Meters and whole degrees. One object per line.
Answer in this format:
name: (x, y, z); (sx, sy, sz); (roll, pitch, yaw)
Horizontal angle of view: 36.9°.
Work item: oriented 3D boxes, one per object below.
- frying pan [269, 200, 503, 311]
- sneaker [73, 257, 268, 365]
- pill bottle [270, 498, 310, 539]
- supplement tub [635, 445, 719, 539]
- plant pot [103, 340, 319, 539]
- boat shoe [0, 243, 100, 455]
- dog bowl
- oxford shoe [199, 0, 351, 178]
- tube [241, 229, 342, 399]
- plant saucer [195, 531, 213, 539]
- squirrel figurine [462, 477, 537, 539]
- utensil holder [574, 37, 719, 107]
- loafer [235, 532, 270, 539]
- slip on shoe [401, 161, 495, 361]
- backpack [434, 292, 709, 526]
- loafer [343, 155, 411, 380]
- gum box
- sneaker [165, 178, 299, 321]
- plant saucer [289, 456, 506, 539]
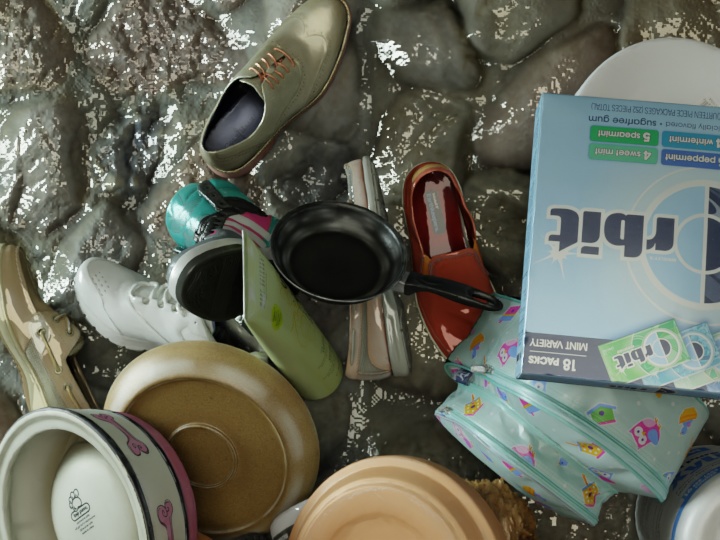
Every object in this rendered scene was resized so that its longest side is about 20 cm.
frying pan: (0.018, -0.010, 0.897); (0.189, 0.031, 0.115); (5, 46, -8)
sneaker: (-0.161, 0.041, 0.956); (0.199, 0.087, 0.075); (31, 46, 0)
pill bottle: (0.006, 0.287, 0.899); (0.111, 0.111, 0.201); (-23, 69, 2)
supplement tub: (0.299, 0.211, 0.860); (0.131, 0.200, 0.133); (0, 86, 3)
plant pot: (-0.135, 0.157, 0.939); (0.199, 0.028, 0.201); (4, 112, 10)
boat shoe: (-0.282, 0.067, 0.980); (0.065, 0.072, 0.201); (-17, 90, -3)
dog bowl: (-0.219, 0.207, 0.901); (0.199, 0.074, 0.202); (6, 100, 35)
oxford shoe: (-0.075, -0.172, 0.979); (0.071, 0.074, 0.201); (33, 89, 6)
tube: (-0.063, 0.049, 0.898); (0.058, 0.200, 0.052); (37, 77, 31)
plant saucer: (-0.147, 0.318, 0.928); (0.199, 0.032, 0.202); (5, 99, 35)
squirrel figurine: (0.122, 0.254, 0.878); (0.141, 0.187, 0.201); (-25, 79, 11)
utensil holder: (0.234, -0.086, 0.888); (0.169, 0.200, 0.171); (0, 86, 5)
loafer: (-0.060, 0.324, 0.952); (0.071, 0.073, 0.200); (-39, 85, 36)
slip on shoe: (0.081, -0.002, 0.962); (0.074, 0.061, 0.201); (-14, 87, 0)
backpack: (0.166, 0.109, 0.854); (0.176, 0.200, 0.154); (39, 74, -14)
loafer: (0.000, 0.000, 0.966); (0.062, 0.072, 0.201); (-11, 88, 8)
gum box: (0.201, -0.017, 0.753); (0.169, 0.045, 0.201); (6, 81, 4)
sneaker: (-0.128, -0.025, 0.923); (0.120, 0.200, 0.084); (33, 106, 20)
plant saucer: (0.021, 0.240, 0.799); (0.199, 0.032, 0.202); (-7, 78, 34)
